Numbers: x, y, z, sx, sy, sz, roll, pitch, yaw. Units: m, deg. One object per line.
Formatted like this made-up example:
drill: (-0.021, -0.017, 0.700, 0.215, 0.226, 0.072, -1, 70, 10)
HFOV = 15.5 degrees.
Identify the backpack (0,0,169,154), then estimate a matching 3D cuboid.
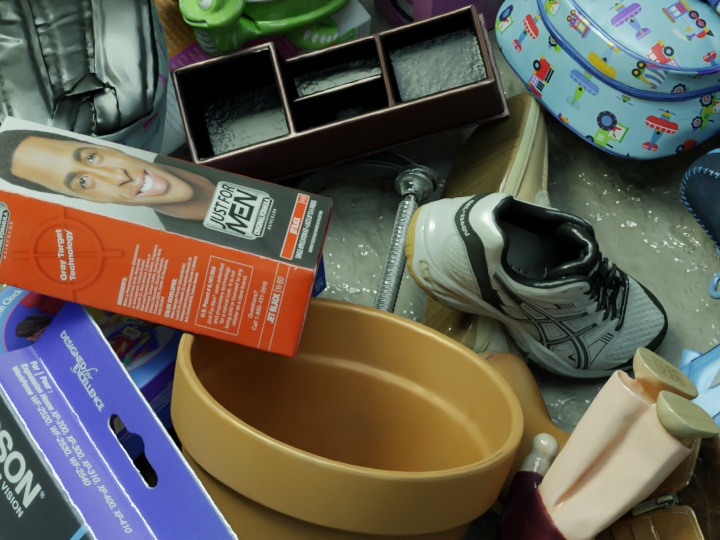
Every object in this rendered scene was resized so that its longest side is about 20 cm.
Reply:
backpack: (-0.184, -0.129, 1.634, 0.166, 0.127, 0.201, -13, 55, -6)

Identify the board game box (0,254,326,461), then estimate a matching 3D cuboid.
board game box: (-0.134, 0.025, 1.599, 0.134, 0.045, 0.200, 22, 47, 31)

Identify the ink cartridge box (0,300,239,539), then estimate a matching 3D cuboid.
ink cartridge box: (-0.174, 0.150, 1.486, 0.043, 0.200, 0.198, -2, 48, -49)

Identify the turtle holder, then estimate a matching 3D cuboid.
turtle holder: (-0.071, -0.222, 1.678, 0.185, 0.132, 0.141, -34, 61, -26)

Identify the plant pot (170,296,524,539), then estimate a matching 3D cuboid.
plant pot: (-0.019, 0.122, 1.500, 0.199, 0.141, 0.200, 12, 24, -5)

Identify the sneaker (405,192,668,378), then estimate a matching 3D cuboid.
sneaker: (0.123, 0.010, 1.588, 0.199, 0.087, 0.076, 21, 64, -35)

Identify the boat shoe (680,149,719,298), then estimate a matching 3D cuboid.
boat shoe: (0.270, 0.003, 1.635, 0.069, 0.084, 0.200, -34, 63, -29)

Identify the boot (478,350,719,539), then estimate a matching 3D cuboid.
boot: (0.141, 0.116, 1.530, 0.073, 0.154, 0.201, 9, 59, -44)

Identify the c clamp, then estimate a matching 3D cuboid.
c clamp: (0.000, 0.000, 1.654, 0.170, 0.027, 0.201, -6, 54, 21)

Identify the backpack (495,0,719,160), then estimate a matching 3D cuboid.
backpack: (0.196, -0.171, 1.702, 0.199, 0.135, 0.183, -24, 62, -31)

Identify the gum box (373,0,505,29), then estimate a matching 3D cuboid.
gum box: (0.099, -0.232, 1.768, 0.200, 0.114, 0.066, -31, 64, -19)

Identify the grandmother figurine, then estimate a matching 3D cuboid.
grandmother figurine: (0.111, 0.135, 1.465, 0.060, 0.200, 0.121, 31, 20, -22)

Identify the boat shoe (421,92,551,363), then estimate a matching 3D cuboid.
boat shoe: (0.090, -0.018, 1.671, 0.064, 0.071, 0.201, 31, 59, -28)

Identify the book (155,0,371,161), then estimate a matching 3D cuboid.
book: (-0.110, -0.154, 1.757, 0.200, 0.048, 0.134, -35, 68, -20)

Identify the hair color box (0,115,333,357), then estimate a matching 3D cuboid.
hair color box: (-0.122, -0.020, 1.506, 0.199, 0.062, 0.102, 14, 26, -1)

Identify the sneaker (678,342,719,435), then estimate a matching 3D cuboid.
sneaker: (0.206, 0.102, 1.579, 0.078, 0.066, 0.200, 34, 84, 30)

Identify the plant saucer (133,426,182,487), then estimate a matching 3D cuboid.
plant saucer: (-0.157, 0.115, 1.593, 0.199, 0.037, 0.201, 0, 59, 0)

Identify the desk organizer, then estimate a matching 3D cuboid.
desk organizer: (-0.013, -0.112, 1.661, 0.199, 0.077, 0.072, -16, 77, 4)
